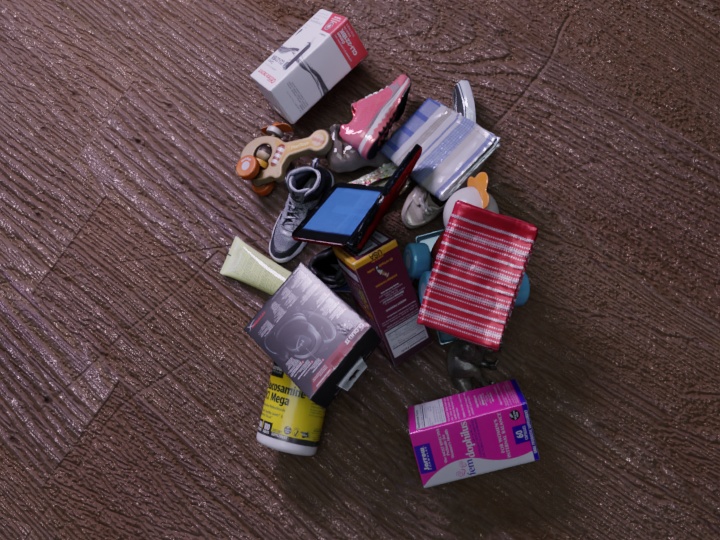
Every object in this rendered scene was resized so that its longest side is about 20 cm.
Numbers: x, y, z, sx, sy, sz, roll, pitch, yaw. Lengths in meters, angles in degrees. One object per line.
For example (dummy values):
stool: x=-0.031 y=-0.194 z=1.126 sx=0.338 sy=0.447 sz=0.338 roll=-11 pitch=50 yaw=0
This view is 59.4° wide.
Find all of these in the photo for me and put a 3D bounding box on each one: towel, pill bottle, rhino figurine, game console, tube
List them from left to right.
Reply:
tube: x=-0.175 y=0.011 z=1.200 sx=0.196 sy=0.053 sz=0.058 roll=26 pitch=51 yaw=16
pill bottle: x=-0.109 y=0.211 z=1.113 sx=0.109 sy=0.113 sz=0.206 roll=11 pitch=80 yaw=11
game console: x=-0.004 y=-0.131 z=1.045 sx=0.117 sy=0.174 sz=0.201 roll=32 pitch=42 yaw=1
rhino figurine: x=0.022 y=-0.238 z=1.211 sx=0.193 sy=0.060 sz=0.090 roll=-9 pitch=72 yaw=0
towel: x=0.136 y=-0.217 z=1.114 sx=0.147 sy=0.024 sz=0.200 roll=-45 pitch=48 yaw=0
towel: x=0.182 y=0.008 z=0.976 sx=0.141 sy=0.022 sz=0.206 roll=18 pitch=93 yaw=-2

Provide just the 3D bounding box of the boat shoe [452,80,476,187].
boat shoe: x=0.180 y=-0.256 z=1.182 sx=0.069 sy=0.072 sz=0.207 roll=-2 pitch=80 yaw=4

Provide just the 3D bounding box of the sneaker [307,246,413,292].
sneaker: x=0.000 y=0.001 z=1.139 sx=0.193 sy=0.111 sz=0.079 roll=3 pitch=79 yaw=9

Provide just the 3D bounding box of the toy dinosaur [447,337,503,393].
toy dinosaur: x=0.193 y=0.149 z=1.106 sx=0.099 sy=0.077 sz=0.206 roll=14 pitch=112 yaw=14

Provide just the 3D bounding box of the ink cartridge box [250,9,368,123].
ink cartridge box: x=-0.102 y=-0.395 z=1.216 sx=0.200 sy=0.084 sz=0.144 roll=-43 pitch=37 yaw=-1

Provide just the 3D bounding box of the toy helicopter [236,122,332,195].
toy helicopter: x=-0.144 y=-0.236 z=1.217 sx=0.194 sy=0.079 sz=0.136 roll=-11 pitch=64 yaw=19

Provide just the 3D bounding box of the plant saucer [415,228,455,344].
plant saucer: x=0.155 y=0.028 z=1.157 sx=0.068 sy=0.019 sz=0.206 roll=-14 pitch=76 yaw=7

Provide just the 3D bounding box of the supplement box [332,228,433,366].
supplement box: x=0.038 y=0.041 z=1.070 sx=0.084 sy=0.110 sz=0.204 roll=-27 pitch=114 yaw=-11

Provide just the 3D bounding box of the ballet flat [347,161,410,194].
ballet flat: x=0.009 y=-0.138 z=1.181 sx=0.197 sy=0.076 sz=0.064 roll=-35 pitch=35 yaw=1

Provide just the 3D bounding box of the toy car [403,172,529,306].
toy car: x=0.184 y=-0.056 z=1.037 sx=0.178 sy=0.205 sz=0.178 roll=-2 pitch=32 yaw=-14

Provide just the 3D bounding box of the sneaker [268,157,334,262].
sneaker: x=-0.122 y=-0.117 z=1.180 sx=0.074 sy=0.114 sz=0.204 roll=28 pitch=84 yaw=13

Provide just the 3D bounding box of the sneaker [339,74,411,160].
sneaker: x=0.029 y=-0.302 z=1.165 sx=0.085 sy=0.074 sz=0.203 roll=28 pitch=63 yaw=6

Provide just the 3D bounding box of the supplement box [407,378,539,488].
supplement box: x=0.183 y=0.269 z=1.047 sx=0.194 sy=0.104 sz=0.104 roll=-16 pitch=101 yaw=7

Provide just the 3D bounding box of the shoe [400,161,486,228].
shoe: x=0.143 y=-0.152 z=1.147 sx=0.200 sy=0.053 sz=0.070 roll=-44 pitch=84 yaw=21

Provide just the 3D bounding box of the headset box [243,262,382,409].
headset box: x=-0.072 y=0.111 z=1.030 sx=0.199 sy=0.077 sz=0.150 roll=38 pitch=83 yaw=28
